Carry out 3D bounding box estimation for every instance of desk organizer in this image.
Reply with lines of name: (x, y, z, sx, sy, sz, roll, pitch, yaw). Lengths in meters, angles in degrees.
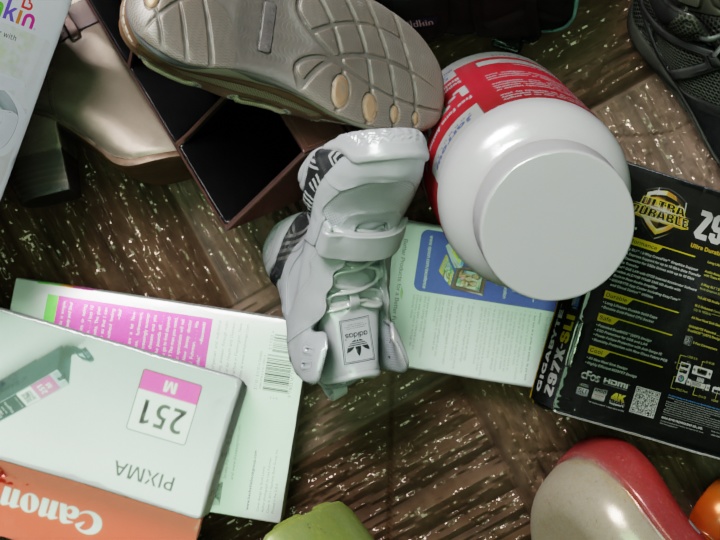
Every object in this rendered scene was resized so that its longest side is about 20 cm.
desk organizer: (-0.093, -0.131, 0.919, 0.077, 0.072, 0.200, -25, 72, -26)

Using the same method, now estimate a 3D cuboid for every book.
book: (-0.139, 0.084, 0.982, 0.199, 0.048, 0.134, 9, 90, 3)

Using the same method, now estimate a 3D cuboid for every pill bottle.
pill bottle: (0.094, -0.056, 0.873, 0.112, 0.200, 0.113, -2, 110, -6)

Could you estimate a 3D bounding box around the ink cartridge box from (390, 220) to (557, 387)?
ink cartridge box: (0.096, 0.025, 0.968, 0.199, 0.037, 0.095, 9, 92, 6)

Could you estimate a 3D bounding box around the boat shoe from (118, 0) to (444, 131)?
boat shoe: (-0.044, -0.125, 0.845, 0.199, 0.072, 0.076, 18, 78, -25)

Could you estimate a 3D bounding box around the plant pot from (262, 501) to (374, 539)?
plant pot: (-0.017, 0.254, 0.920, 0.200, 0.200, 0.190, -31, 76, 4)

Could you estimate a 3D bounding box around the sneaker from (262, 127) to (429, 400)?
sneaker: (0.000, 0.000, 0.883, 0.075, 0.200, 0.115, -6, 69, -23)

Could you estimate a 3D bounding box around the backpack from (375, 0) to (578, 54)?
backpack: (0.050, -0.232, 0.884, 0.175, 0.200, 0.154, 0, 76, 6)

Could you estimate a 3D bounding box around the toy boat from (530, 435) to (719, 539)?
toy boat: (0.207, 0.181, 0.935, 0.200, 0.131, 0.131, 47, 63, 1)

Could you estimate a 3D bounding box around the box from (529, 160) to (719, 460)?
box: (0.224, 0.036, 0.928, 0.199, 0.049, 0.160, 16, 89, -11)

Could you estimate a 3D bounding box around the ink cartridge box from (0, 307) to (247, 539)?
ink cartridge box: (-0.192, 0.125, 0.939, 0.199, 0.044, 0.174, 16, 83, 2)

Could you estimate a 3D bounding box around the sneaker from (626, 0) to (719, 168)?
sneaker: (0.234, -0.121, 0.890, 0.076, 0.114, 0.200, -32, 71, -3)

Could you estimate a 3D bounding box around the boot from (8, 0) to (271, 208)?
boot: (-0.161, -0.127, 0.971, 0.199, 0.070, 0.147, -11, 79, -7)

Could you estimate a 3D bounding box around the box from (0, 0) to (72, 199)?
box: (-0.280, -0.130, 0.905, 0.096, 0.200, 0.177, 19, 92, -39)
